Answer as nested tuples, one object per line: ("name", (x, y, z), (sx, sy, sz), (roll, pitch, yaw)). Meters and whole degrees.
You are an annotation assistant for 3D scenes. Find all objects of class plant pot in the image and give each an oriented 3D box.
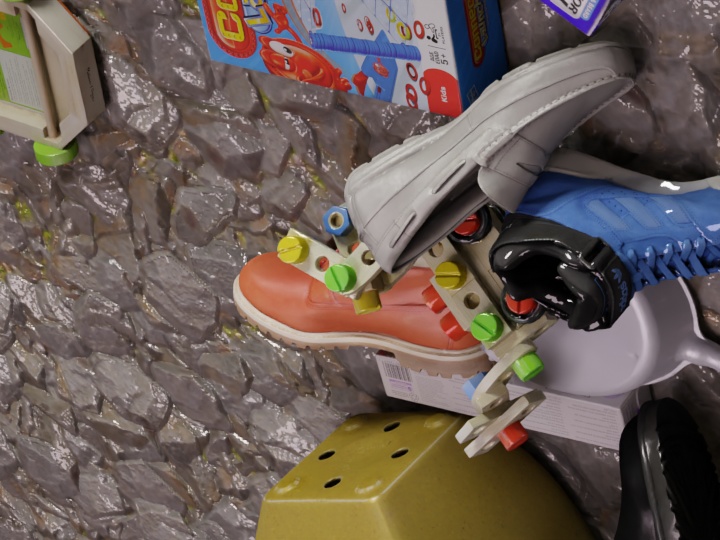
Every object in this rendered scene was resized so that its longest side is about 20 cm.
("plant pot", (0.039, 0.210, 1.786), (0.195, 0.194, 0.200), (-4, 117, 44))

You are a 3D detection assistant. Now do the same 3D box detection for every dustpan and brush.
("dustpan and brush", (0.184, 0.041, 1.609), (0.200, 0.057, 0.140), (32, 129, 24))

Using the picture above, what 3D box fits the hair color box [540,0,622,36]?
("hair color box", (0.082, -0.230, 1.389), (0.200, 0.109, 0.065), (37, 142, 10))

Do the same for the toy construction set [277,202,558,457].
("toy construction set", (0.052, 0.022, 1.601), (0.131, 0.092, 0.200), (-40, 87, 16))

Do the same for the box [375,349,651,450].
("box", (0.103, 0.078, 1.718), (0.200, 0.039, 0.041), (10, 133, 35))

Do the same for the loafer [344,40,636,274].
("loafer", (0.083, -0.067, 1.518), (0.200, 0.070, 0.070), (-33, 68, 22))

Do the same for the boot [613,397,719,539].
("boot", (0.153, 0.196, 1.647), (0.158, 0.079, 0.211), (-10, 81, 29))

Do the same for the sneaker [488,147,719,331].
("sneaker", (0.173, -0.005, 1.503), (0.200, 0.111, 0.077), (14, 143, 22))

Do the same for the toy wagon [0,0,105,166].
("toy wagon", (-0.274, -0.162, 1.829), (0.200, 0.040, 0.155), (19, 136, 29))

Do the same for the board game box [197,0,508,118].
("board game box", (-0.018, -0.205, 1.545), (0.196, 0.056, 0.200), (15, 134, 31))

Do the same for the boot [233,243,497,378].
("boot", (0.000, 0.000, 1.717), (0.200, 0.075, 0.107), (9, 128, 25))
